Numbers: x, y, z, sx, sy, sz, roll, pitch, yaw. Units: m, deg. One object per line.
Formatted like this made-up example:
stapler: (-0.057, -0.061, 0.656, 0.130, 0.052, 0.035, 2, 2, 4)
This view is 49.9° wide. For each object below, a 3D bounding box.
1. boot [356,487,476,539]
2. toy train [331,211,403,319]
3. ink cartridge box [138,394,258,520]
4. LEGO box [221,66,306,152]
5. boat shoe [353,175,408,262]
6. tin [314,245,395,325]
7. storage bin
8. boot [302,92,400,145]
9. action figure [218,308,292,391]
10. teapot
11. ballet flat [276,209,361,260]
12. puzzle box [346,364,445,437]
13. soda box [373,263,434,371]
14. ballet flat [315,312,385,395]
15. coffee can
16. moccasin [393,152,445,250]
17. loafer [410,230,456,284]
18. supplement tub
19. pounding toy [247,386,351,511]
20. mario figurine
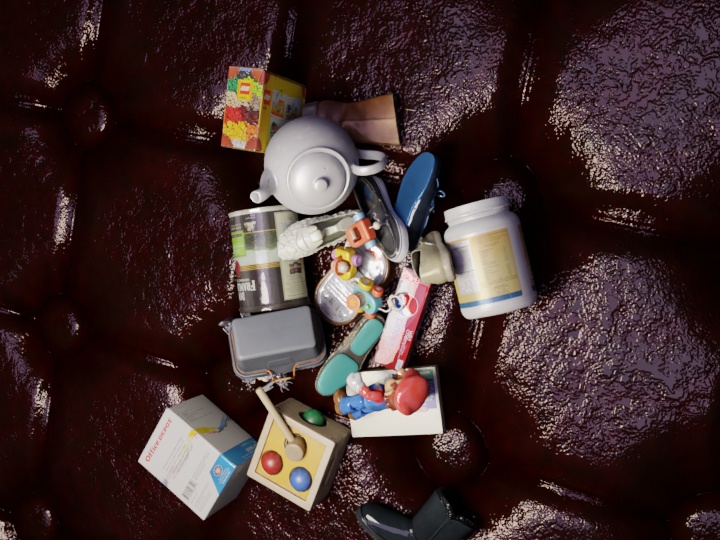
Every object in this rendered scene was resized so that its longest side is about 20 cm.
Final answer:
boot: (0.111, 0.486, 1.535, 0.199, 0.076, 0.169, 38, 109, 7)
toy train: (0.000, 0.000, 1.475, 0.149, 0.055, 0.203, -21, 91, 49)
ink cartridge box: (-0.339, 0.394, 1.664, 0.199, 0.144, 0.148, 37, 105, 14)
LEGO box: (-0.187, -0.308, 1.529, 0.076, 0.200, 0.152, 10, 97, 19)
boat shoe: (0.032, -0.104, 1.491, 0.070, 0.065, 0.202, -45, 52, 41)
tin: (-0.013, 0.025, 1.575, 0.112, 0.042, 0.201, 42, 106, 9)
storage bin: (-0.168, 0.144, 1.539, 0.197, 0.134, 0.148, -10, 77, -4)
boot: (-0.014, -0.252, 1.555, 0.197, 0.068, 0.192, -1, 86, 13)
action figure: (-0.212, 0.174, 1.641, 0.130, 0.069, 0.201, -37, 85, 1)
teapot: (-0.081, -0.185, 1.448, 0.196, 0.146, 0.201, 30, 105, -27)
ballet flat: (-0.072, -0.078, 1.516, 0.198, 0.072, 0.073, -23, 84, -23)
puzzle box: (0.069, 0.265, 1.565, 0.197, 0.025, 0.135, -6, 91, 21)
soda box: (0.089, 0.092, 1.520, 0.063, 0.070, 0.203, 21, 102, 13)
ballet flat: (-0.019, 0.165, 1.565, 0.068, 0.075, 0.201, 37, 96, -10)
coffee can: (-0.186, -0.024, 1.578, 0.144, 0.146, 0.204, -7, 91, 21)
moccasin: (0.111, -0.133, 1.500, 0.081, 0.067, 0.202, 49, 124, 45)
loafer: (0.126, -0.023, 1.433, 0.067, 0.200, 0.077, -13, 102, -1)
supplement tub: (0.234, -0.024, 1.419, 0.143, 0.144, 0.203, -14, 88, 21)
pounding toy: (-0.137, 0.353, 1.587, 0.182, 0.142, 0.203, 24, 102, 17)
mario figurine: (0.047, 0.228, 1.499, 0.198, 0.123, 0.108, -18, 91, 35)
